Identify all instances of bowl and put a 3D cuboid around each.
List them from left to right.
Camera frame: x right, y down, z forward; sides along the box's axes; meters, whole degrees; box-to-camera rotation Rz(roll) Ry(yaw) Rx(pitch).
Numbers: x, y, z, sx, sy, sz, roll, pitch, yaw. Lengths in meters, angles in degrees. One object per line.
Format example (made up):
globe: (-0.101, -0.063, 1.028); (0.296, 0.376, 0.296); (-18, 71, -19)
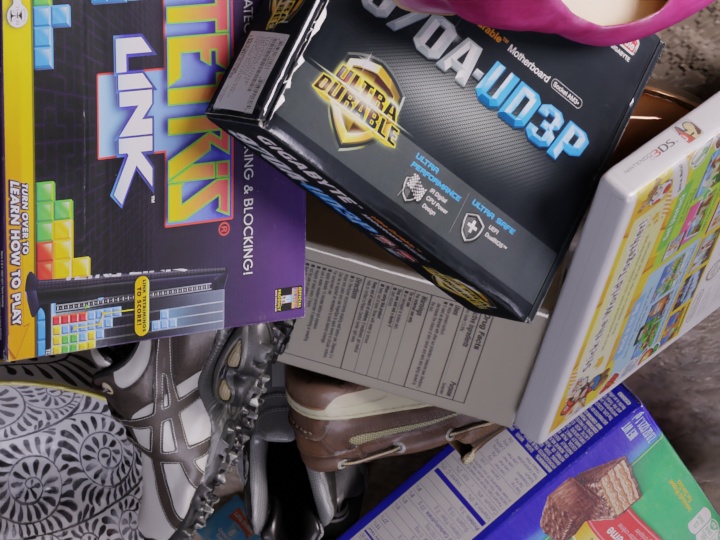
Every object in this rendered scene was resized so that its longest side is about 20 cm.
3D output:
bowl: (-0.189, 0.085, 1.591); (0.200, 0.094, 0.201); (-2, 141, -2)

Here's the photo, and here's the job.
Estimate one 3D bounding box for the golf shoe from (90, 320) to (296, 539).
golf shoe: (-0.096, 0.062, 1.475); (0.094, 0.078, 0.200); (22, 130, 1)

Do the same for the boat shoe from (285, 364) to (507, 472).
boat shoe: (0.056, 0.065, 1.567); (0.201, 0.075, 0.075); (-9, 119, -14)

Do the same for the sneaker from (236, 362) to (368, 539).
sneaker: (-0.039, 0.129, 1.636); (0.075, 0.116, 0.200); (-7, 141, 6)

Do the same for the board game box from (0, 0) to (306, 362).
board game box: (-0.103, -0.069, 1.297); (0.165, 0.201, 0.057); (-8, -166, -35)

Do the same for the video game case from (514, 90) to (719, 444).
video game case: (0.162, -0.020, 1.447); (0.182, 0.023, 0.200); (-35, 156, -33)

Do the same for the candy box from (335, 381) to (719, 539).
candy box: (0.097, 0.163, 1.652); (0.200, 0.077, 0.169); (-40, 136, -2)

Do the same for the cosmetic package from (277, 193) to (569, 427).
cosmetic package: (0.000, 0.000, 1.478); (0.199, 0.071, 0.105); (17, 141, -1)

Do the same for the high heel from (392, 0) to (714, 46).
high heel: (0.114, -0.138, 1.298); (0.199, 0.068, 0.096); (0, -179, -36)

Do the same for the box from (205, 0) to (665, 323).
box: (0.039, -0.090, 1.342); (0.200, 0.159, 0.046); (36, 165, -37)

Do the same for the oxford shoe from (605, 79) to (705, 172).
oxford shoe: (0.095, -0.057, 1.451); (0.199, 0.071, 0.071); (4, 139, -11)

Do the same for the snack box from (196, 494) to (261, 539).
snack box: (-0.013, 0.227, 1.707); (0.037, 0.200, 0.116); (-41, 137, -6)
